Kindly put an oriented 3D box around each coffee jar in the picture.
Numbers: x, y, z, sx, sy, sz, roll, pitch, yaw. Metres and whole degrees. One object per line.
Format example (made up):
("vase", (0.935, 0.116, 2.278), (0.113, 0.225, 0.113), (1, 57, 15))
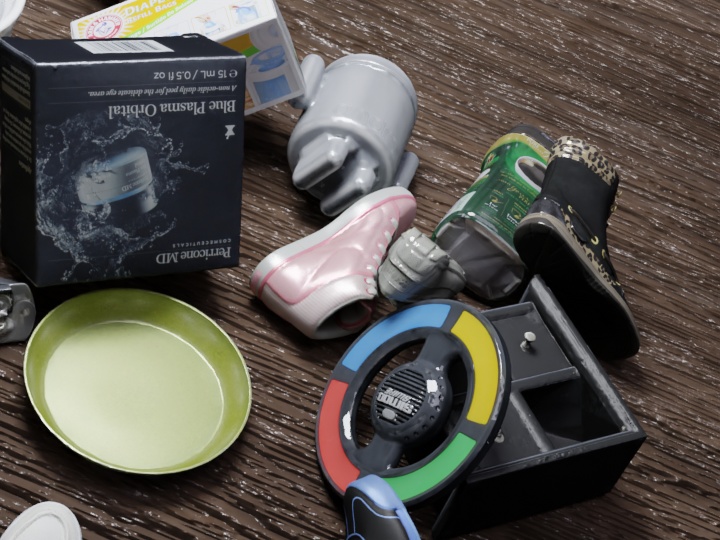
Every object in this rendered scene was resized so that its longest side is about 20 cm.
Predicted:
("coffee jar", (0.154, -0.065, 1.655), (0.104, 0.085, 0.200), (40, 43, -3))

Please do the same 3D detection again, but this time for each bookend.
("bookend", (0.120, 0.120, 1.468), (0.198, 0.092, 0.200), (-9, 52, -29))

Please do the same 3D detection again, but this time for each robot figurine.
("robot figurine", (-0.006, -0.145, 1.647), (0.170, 0.113, 0.200), (46, 39, -23))

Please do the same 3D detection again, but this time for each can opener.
("can opener", (-0.377, 0.039, 1.375), (0.199, 0.054, 0.067), (-5, 19, -26))

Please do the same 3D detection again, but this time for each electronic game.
("electronic game", (0.043, 0.115, 1.388), (0.042, 0.200, 0.201), (39, 29, -42))

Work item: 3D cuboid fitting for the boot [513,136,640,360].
("boot", (0.228, -0.023, 1.599), (0.200, 0.073, 0.151), (49, 42, -28))

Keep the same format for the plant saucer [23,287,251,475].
("plant saucer", (-0.194, 0.101, 1.397), (0.199, 0.031, 0.201), (13, 45, -13))

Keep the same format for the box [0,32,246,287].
("box", (-0.213, -0.103, 1.441), (0.196, 0.201, 0.117), (-6, 20, -27))

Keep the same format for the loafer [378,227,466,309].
("loafer", (0.053, 0.006, 1.515), (0.070, 0.070, 0.200), (41, 3, 14))

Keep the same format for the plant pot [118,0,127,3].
("plant pot", (-0.188, -0.316, 1.696), (0.199, 0.200, 0.175), (-2, 66, -25))

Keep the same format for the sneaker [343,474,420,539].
("sneaker", (0.013, 0.263, 1.286), (0.078, 0.070, 0.201), (-9, 67, -28))

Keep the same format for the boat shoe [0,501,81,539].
("boat shoe", (-0.259, 0.245, 1.206), (0.071, 0.070, 0.200), (24, 45, 0))

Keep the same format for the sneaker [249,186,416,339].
("sneaker", (0.000, 0.000, 1.541), (0.200, 0.076, 0.105), (-31, 61, -32))

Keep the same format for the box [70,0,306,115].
("box", (-0.169, -0.209, 1.579), (0.199, 0.113, 0.102), (-21, 51, 3))

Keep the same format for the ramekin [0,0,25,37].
("ramekin", (-0.434, -0.254, 1.579), (0.200, 0.098, 0.201), (11, 46, -12))
